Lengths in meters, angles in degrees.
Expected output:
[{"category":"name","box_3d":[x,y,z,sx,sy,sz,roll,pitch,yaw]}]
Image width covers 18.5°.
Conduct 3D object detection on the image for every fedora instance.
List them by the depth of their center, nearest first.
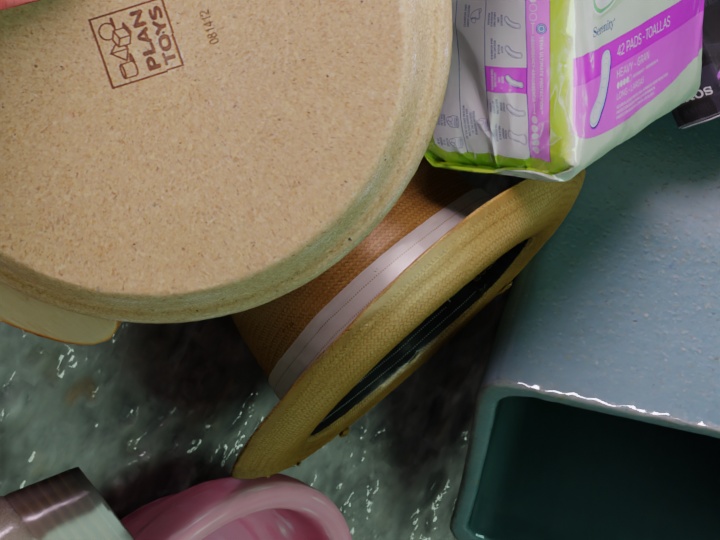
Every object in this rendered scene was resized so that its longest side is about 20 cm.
[{"category":"fedora","box_3d":[0.000,0.000,0.884,0.201,0.082,0.201,-42,173,-6]}]

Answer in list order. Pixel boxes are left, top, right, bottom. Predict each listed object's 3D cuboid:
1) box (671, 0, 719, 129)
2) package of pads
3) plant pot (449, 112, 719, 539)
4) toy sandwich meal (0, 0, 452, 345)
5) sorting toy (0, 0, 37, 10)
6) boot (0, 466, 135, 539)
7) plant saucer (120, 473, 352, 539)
[{"category":"box","box_3d":[0.148,-0.178,0.953,0.143,0.036,0.200,-33,103,-41]},{"category":"package of pads","box_3d":[0.077,-0.144,0.822,0.154,0.068,0.200,-31,125,-57]},{"category":"plant pot","box_3d":[0.161,0.023,1.042,0.196,0.195,0.200,95,7,-63]},{"category":"toy sandwich meal","box_3d":[-0.067,-0.071,0.683,0.070,0.205,0.205,-83,-172,-74]},{"category":"sorting toy","box_3d":[-0.157,-0.136,0.523,0.200,0.070,0.199,-17,130,-18]},{"category":"boot","box_3d":[-0.121,0.171,0.815,0.146,0.070,0.200,-38,112,-9]},{"category":"plant saucer","box_3d":[-0.082,0.173,0.946,0.200,0.051,0.201,-35,139,-38]}]
